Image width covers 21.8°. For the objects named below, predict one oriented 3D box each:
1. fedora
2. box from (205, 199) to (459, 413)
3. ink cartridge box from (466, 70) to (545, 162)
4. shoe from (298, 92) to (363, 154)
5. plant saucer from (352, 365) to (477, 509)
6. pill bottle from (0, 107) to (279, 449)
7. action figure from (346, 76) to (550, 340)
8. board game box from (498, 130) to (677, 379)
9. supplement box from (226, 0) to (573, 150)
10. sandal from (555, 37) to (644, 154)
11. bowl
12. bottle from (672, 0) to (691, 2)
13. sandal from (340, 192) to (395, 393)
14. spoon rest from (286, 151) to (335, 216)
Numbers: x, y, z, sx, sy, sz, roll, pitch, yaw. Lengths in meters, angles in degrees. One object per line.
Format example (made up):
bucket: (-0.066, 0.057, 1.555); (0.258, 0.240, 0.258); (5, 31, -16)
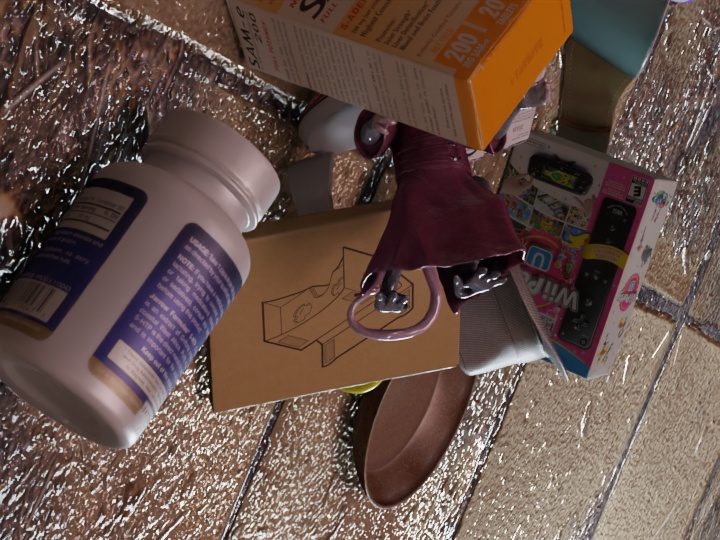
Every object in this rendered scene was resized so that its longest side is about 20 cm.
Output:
fedora: (0.104, 0.020, 1.640); (0.177, 0.090, 0.201); (-29, 97, -85)
box: (-0.021, 0.024, 1.415); (0.199, 0.021, 0.164); (-10, 129, -13)
ink cartridge box: (0.094, -0.169, 1.550); (0.136, 0.076, 0.201); (-23, 129, -54)
shoe: (0.025, -0.175, 1.426); (0.200, 0.091, 0.071); (-34, 154, 1)
plant saucer: (0.046, 0.124, 1.744); (0.200, 0.037, 0.201); (-44, 147, -39)
pill bottle: (-0.140, 0.001, 1.191); (0.200, 0.119, 0.120); (-56, 152, -20)
action figure: (0.058, -0.066, 1.340); (0.149, 0.133, 0.201); (115, -26, -58)
board game box: (0.196, -0.016, 1.788); (0.064, 0.147, 0.201); (-6, 115, -62)
supplement box: (0.027, -0.176, 1.272); (0.126, 0.200, 0.074); (-53, 149, -26)
sandal: (0.237, -0.196, 1.831); (0.070, 0.077, 0.212); (-64, 169, -57)
bowl: (0.217, -0.277, 1.622); (0.201, 0.105, 0.201); (16, 90, -89)
bottle: (0.289, -0.311, 1.819); (0.200, 0.065, 0.084); (-1, 113, -62)
sandal: (0.031, 0.005, 1.568); (0.200, 0.079, 0.087); (-58, 172, 13)
spoon rest: (0.000, 0.000, 1.460); (0.200, 0.099, 0.061); (57, 26, -37)
